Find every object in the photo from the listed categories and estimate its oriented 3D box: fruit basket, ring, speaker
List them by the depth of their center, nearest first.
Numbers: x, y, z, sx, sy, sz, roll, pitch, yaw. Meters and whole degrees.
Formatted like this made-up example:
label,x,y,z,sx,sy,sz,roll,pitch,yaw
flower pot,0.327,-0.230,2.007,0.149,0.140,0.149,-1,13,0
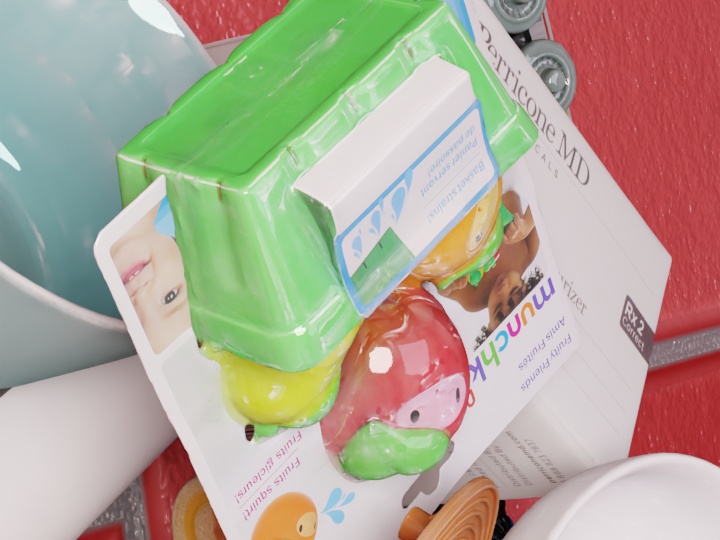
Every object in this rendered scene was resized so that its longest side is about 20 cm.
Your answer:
label,x,y,z,sx,sy,sz,roll,pitch,yaw
fruit basket,0.008,0.011,0.675,0.185,0.094,0.200,-44,127,-30
ring,-0.004,0.162,0.705,0.201,0.019,0.201,-56,163,-26
speaker,-0.148,0.087,0.748,0.200,0.081,0.081,-45,121,-49

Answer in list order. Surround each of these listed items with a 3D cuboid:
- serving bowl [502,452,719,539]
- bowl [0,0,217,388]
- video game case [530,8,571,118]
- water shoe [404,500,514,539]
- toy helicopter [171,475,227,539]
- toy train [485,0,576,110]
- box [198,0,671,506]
label,x,y,z,sx,sy,sz,roll,pitch,yaw
serving bowl,0.102,0.175,0.809,0.200,0.066,0.201,3,86,-44
bowl,-0.140,-0.037,0.727,0.201,0.105,0.201,34,36,-29
video game case,0.094,-0.068,1.197,0.143,0.017,0.200,-29,108,-55
water shoe,0.081,0.174,1.077,0.071,0.079,0.200,-20,101,-56
toy helicopter,-0.067,0.160,0.747,0.079,0.132,0.200,-25,146,-55
toy train,0.041,-0.138,1.065,0.114,0.085,0.200,-30,113,-26
box,0.000,0.000,0.875,0.199,0.200,0.131,47,47,-37
